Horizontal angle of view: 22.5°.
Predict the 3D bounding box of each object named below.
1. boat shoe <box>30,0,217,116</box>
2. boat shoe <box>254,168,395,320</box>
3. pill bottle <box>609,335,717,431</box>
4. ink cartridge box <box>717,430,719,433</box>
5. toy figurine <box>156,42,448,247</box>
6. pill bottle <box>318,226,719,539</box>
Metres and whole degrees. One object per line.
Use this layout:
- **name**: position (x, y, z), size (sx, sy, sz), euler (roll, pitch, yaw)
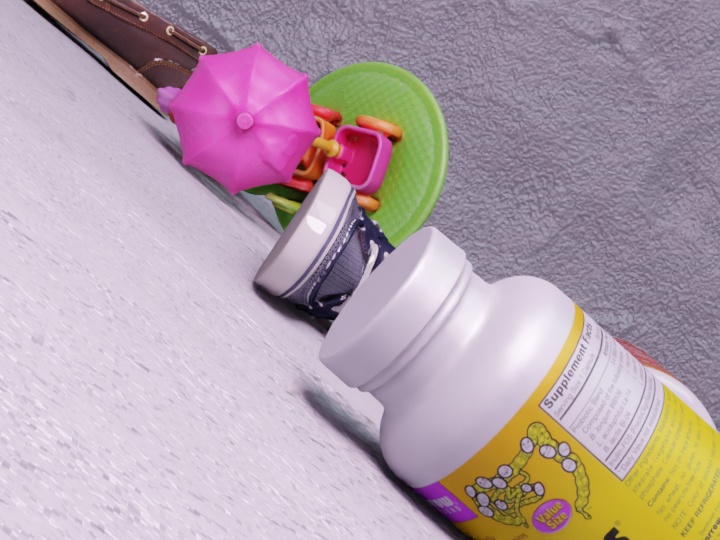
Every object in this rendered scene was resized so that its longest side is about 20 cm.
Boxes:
- **boat shoe**: position (-0.196, -0.203, 1.356), size (0.200, 0.070, 0.070), euler (39, 6, -28)
- **boat shoe**: position (0.000, 0.000, 0.988), size (0.093, 0.075, 0.200), euler (34, 3, -2)
- **pill bottle**: position (0.139, 0.097, 1.059), size (0.112, 0.112, 0.200), euler (42, 4, -5)
- **ink cartridge box**: position (0.225, 0.157, 1.285), size (0.145, 0.083, 0.200), euler (25, 8, -16)
- **toy figurine**: position (-0.068, -0.100, 1.238), size (0.199, 0.151, 0.184), euler (18, -1, 34)
- **pill bottle**: position (0.079, 0.074, 0.760), size (0.200, 0.104, 0.104), euler (41, 4, -10)
